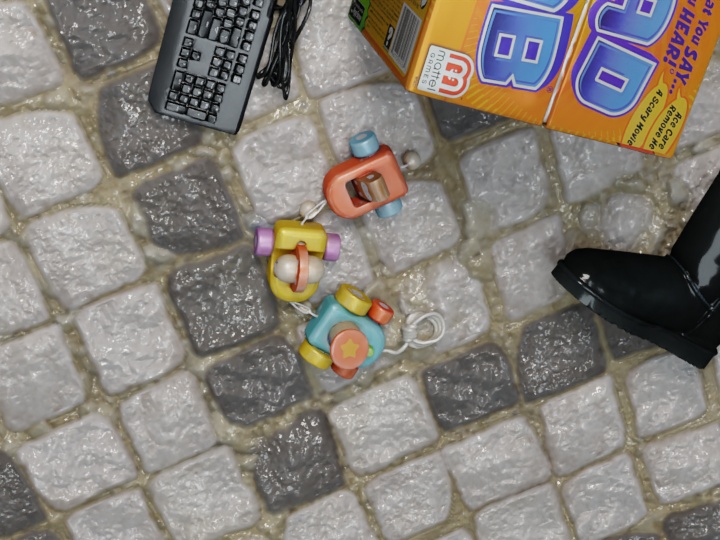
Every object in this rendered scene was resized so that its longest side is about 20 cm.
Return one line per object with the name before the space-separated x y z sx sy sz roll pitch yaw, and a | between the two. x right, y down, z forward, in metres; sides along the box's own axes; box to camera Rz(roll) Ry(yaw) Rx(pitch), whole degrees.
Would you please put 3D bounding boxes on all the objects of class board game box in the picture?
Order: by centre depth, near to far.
board game box | 0.128 -0.223 0.996 0.198 0.200 0.201 12 111 -17

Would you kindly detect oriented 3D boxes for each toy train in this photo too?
toy train | 0.000 0.000 1.144 0.149 0.056 0.201 -20 116 -3

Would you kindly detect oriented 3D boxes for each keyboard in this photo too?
keyboard | -0.083 -0.195 1.050 0.103 0.040 0.201 12 111 -17

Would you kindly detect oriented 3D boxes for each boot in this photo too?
boot | 0.272 -0.018 1.189 0.197 0.073 0.163 25 108 -29
